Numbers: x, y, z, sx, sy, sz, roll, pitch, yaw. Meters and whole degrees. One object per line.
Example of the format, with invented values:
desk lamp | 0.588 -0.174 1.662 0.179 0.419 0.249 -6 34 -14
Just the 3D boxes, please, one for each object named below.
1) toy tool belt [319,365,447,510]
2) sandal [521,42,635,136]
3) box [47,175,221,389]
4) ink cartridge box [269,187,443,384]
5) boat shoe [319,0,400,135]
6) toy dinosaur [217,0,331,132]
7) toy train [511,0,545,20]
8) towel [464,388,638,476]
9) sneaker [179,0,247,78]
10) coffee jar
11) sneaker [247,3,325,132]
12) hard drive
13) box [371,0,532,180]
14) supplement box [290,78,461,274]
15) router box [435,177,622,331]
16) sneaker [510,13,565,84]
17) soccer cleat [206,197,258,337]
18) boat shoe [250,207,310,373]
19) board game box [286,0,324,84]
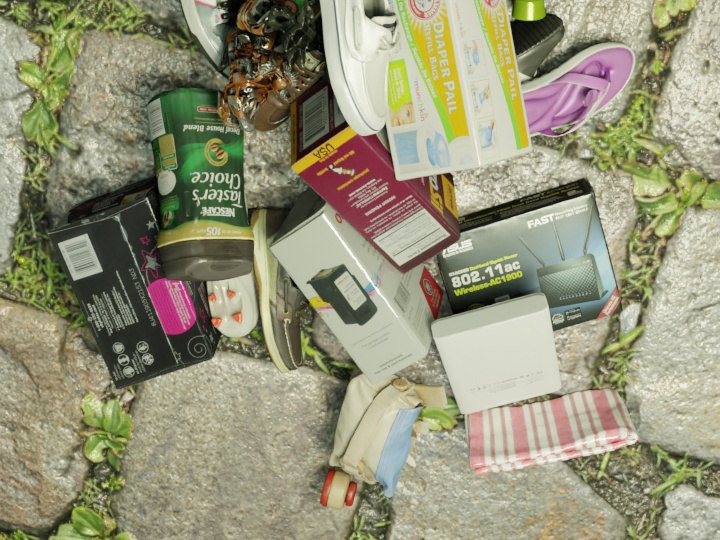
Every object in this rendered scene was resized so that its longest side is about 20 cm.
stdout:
toy tool belt | 0.028 0.216 1.346 0.121 0.125 0.203 15 111 5
sandal | 0.224 -0.180 1.198 0.200 0.050 0.083 -26 134 -16
box | -0.254 0.011 1.283 0.130 0.115 0.203 -17 107 9
ink cartridge box | 0.000 0.000 1.251 0.082 0.146 0.201 -29 107 25
boat shoe | 0.005 -0.230 1.058 0.064 0.073 0.204 -2 111 30
toy dinosaur | -0.088 -0.239 1.115 0.134 0.101 0.204 21 116 36
toy train | 0.184 -0.320 1.174 0.196 0.085 0.118 -5 120 3
towel | 0.223 0.187 1.317 0.196 0.147 0.030 -12 104 6
sneaker | -0.128 -0.312 1.165 0.119 0.084 0.203 -12 106 33
coffee jar | -0.172 -0.090 1.199 0.103 0.085 0.204 -2 84 -41
sneaker | -0.064 -0.230 1.184 0.070 0.076 0.201 35 107 -11
hard drive | 0.162 0.102 1.289 0.129 0.027 0.201 -15 145 6
box | 0.087 -0.204 1.112 0.111 0.101 0.204 -6 99 42
supplement box | 0.017 -0.106 1.195 0.085 0.112 0.200 -30 129 24
router box | 0.193 -0.003 1.292 0.197 0.062 0.152 -17 108 8
sneaker | 0.151 -0.200 1.227 0.199 0.075 0.089 -37 123 13
soccer cleat | -0.155 -0.023 1.298 0.068 0.077 0.204 -6 90 14
boat shoe | -0.086 0.025 1.305 0.063 0.073 0.204 -6 110 9
board game box | -0.025 -0.252 1.229 0.196 0.030 0.097 10 110 -4
